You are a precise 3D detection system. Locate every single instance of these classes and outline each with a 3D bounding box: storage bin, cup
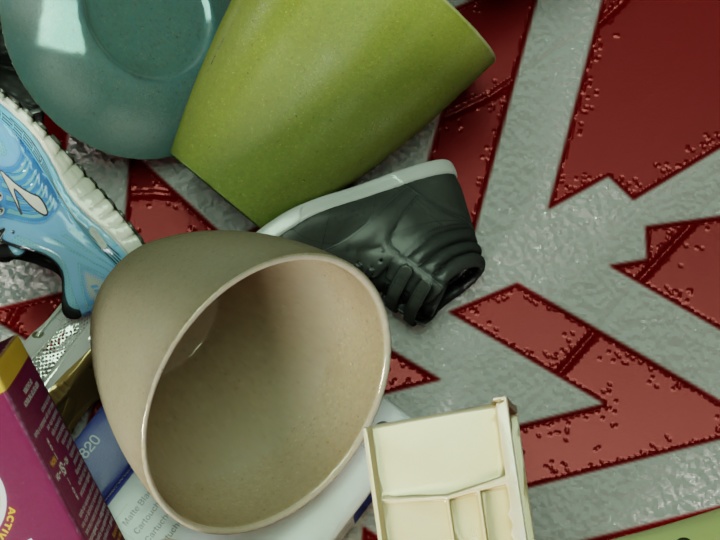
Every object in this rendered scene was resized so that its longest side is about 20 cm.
[{"bbox_3d":[0.067,0.189,1.614,0.093,0.200,0.200,-9,85,4],"label":"storage bin"},{"bbox_3d":[-0.100,0.053,1.663,0.200,0.201,0.143,-44,46,-13],"label":"cup"}]

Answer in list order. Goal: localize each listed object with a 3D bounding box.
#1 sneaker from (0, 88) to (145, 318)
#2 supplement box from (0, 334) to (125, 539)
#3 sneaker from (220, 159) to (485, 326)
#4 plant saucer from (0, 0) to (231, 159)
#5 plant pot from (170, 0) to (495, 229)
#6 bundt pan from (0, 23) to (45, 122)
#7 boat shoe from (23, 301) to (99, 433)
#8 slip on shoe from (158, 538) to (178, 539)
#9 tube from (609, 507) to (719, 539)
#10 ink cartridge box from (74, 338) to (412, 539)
[{"bbox_3d":[-0.233,-0.051,1.721,0.090,0.078,0.200,-42,83,-5],"label":"sneaker"},{"bbox_3d":[-0.243,0.165,1.647,0.130,0.103,0.201,-26,100,6],"label":"supplement box"},{"bbox_3d":[0.000,0.000,1.761,0.199,0.071,0.100,-23,68,-18],"label":"sneaker"},{"bbox_3d":[-0.161,-0.181,1.800,0.200,0.039,0.203,10,71,-30],"label":"plant saucer"},{"bbox_3d":[-0.038,-0.132,1.775,0.187,0.187,0.200,40,89,14],"label":"plant pot"},{"bbox_3d":[-0.302,-0.160,1.829,0.200,0.076,0.203,-1,70,1],"label":"bundt pan"},{"bbox_3d":[-0.235,0.088,1.749,0.069,0.071,0.200,36,77,27],"label":"boat shoe"},{"bbox_3d":[-0.077,0.260,1.648,0.074,0.061,0.200,-41,109,-9],"label":"slip on shoe"},{"bbox_3d":[0.199,0.200,1.662,0.199,0.052,0.058,-14,59,-32],"label":"tube"},{"bbox_3d":[-0.092,0.129,1.741,0.199,0.041,0.200,34,74,12],"label":"ink cartridge box"}]
